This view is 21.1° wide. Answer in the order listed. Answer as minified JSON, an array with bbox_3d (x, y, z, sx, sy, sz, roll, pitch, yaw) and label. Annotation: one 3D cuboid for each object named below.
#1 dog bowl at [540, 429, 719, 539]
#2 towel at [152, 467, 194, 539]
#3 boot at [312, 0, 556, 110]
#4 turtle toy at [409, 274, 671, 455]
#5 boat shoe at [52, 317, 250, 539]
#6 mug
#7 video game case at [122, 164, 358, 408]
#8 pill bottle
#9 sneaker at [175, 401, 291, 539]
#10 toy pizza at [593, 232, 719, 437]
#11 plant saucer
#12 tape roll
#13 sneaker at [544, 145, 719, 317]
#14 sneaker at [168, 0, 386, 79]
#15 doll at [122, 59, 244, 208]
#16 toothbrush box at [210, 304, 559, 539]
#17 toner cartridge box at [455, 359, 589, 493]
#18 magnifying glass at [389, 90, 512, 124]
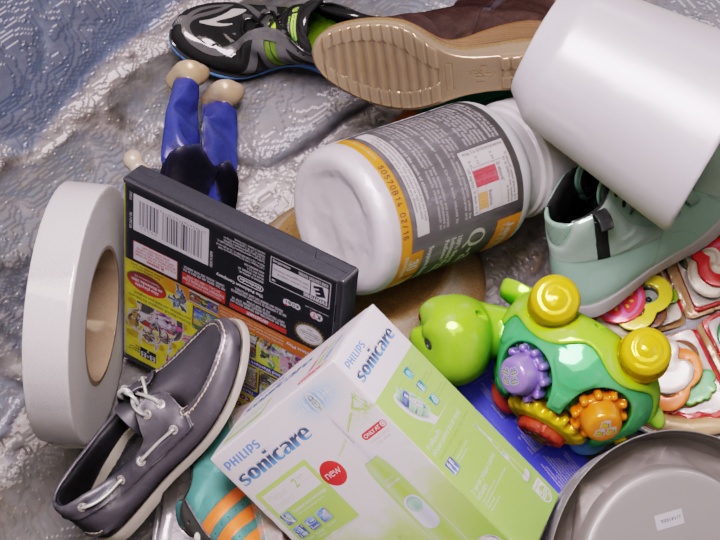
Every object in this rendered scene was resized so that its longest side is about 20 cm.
[{"bbox_3d":[0.220,0.215,1.414,0.199,0.059,0.201,0,88,-16],"label":"dog bowl"},{"bbox_3d":[-0.067,0.215,1.482,0.190,0.032,0.201,4,70,5],"label":"towel"},{"bbox_3d":[0.069,-0.185,1.561,0.199,0.166,0.073,4,113,6],"label":"boot"},{"bbox_3d":[0.135,0.070,1.436,0.200,0.146,0.101,29,77,7],"label":"turtle toy"},{"bbox_3d":[-0.156,0.114,1.435,0.200,0.063,0.073,-54,38,10],"label":"boat shoe"},{"bbox_3d":[0.193,-0.124,1.421,0.153,0.187,0.150,30,70,7],"label":"mug"},{"bbox_3d":[-0.095,0.033,1.465,0.200,0.181,0.025,25,43,22],"label":"video game case"},{"bbox_3d":[0.057,-0.063,1.469,0.200,0.116,0.117,-20,66,-34],"label":"pill bottle"},{"bbox_3d":[-0.091,0.200,1.437,0.080,0.071,0.200,-19,61,6],"label":"sneaker"},{"bbox_3d":[0.263,0.038,1.530,0.200,0.032,0.201,-1,69,3],"label":"toy pizza"},{"bbox_3d":[0.000,0.000,1.522,0.200,0.035,0.201,0,49,0],"label":"plant saucer"},{"bbox_3d":[-0.213,0.033,1.470,0.037,0.203,0.203,5,69,5],"label":"tape roll"},{"bbox_3d":[0.224,-0.062,1.504,0.200,0.118,0.074,-40,48,-19],"label":"sneaker"},{"bbox_3d":[-0.061,-0.200,1.613,0.199,0.083,0.071,6,67,5],"label":"sneaker"},{"bbox_3d":[-0.133,-0.071,1.555,0.048,0.136,0.200,-28,51,37],"label":"doll"},{"bbox_3d":[0.018,0.149,1.390,0.200,0.146,0.086,47,35,-6],"label":"toothbrush box"},{"bbox_3d":[0.099,0.133,1.487,0.095,0.043,0.200,-31,70,-22],"label":"toner cartridge box"},{"bbox_3d":[0.066,-0.142,1.619,0.200,0.022,0.080,-41,72,-14],"label":"magnifying glass"}]
